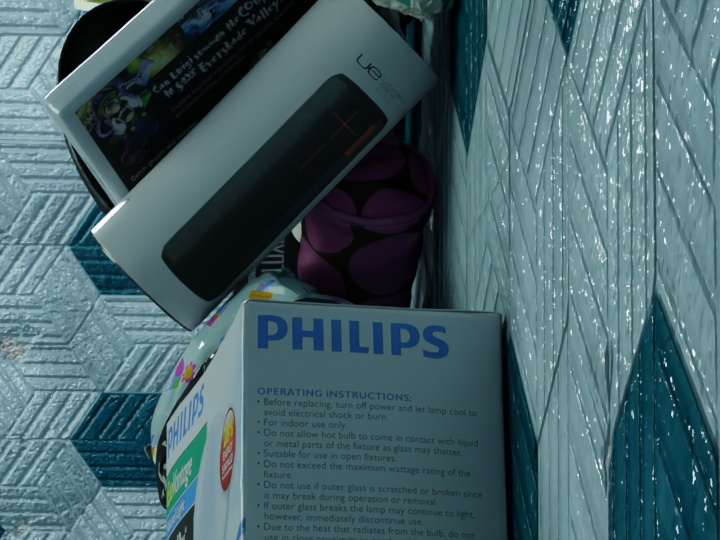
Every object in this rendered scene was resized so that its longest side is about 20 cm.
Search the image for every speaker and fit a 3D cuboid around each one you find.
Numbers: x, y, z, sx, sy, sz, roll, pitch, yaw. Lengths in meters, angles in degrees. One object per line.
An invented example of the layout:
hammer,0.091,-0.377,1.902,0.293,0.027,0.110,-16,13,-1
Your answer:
speaker,-0.052,-0.064,1.383,0.200,0.081,0.081,-45,6,1

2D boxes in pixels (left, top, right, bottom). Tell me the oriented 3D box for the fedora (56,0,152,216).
fedora,-0.093,-0.098,1.530,0.092,0.200,0.201,-31,44,32

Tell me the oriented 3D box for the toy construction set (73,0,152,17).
toy construction set,-0.115,-0.157,1.772,0.200,0.131,0.092,-129,43,-55

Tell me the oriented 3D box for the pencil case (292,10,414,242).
pencil case,-0.004,-0.105,1.609,0.078,0.089,0.200,35,130,50

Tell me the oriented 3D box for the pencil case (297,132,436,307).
pencil case,0.000,0.000,1.500,0.200,0.091,0.094,99,-163,-52

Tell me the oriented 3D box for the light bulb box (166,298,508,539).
light bulb box,-0.015,0.139,1.158,0.198,0.125,0.200,125,146,-65

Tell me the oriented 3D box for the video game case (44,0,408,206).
video game case,-0.066,-0.103,1.432,0.023,0.200,0.182,38,166,40

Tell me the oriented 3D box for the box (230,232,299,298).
box,-0.067,-0.034,1.793,0.200,0.050,0.158,-93,5,-62

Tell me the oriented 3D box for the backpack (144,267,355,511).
backpack,-0.041,0.072,1.389,0.167,0.127,0.200,-44,1,4

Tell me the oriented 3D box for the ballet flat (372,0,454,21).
ballet flat,0.018,-0.216,1.389,0.200,0.072,0.072,-92,5,-47
